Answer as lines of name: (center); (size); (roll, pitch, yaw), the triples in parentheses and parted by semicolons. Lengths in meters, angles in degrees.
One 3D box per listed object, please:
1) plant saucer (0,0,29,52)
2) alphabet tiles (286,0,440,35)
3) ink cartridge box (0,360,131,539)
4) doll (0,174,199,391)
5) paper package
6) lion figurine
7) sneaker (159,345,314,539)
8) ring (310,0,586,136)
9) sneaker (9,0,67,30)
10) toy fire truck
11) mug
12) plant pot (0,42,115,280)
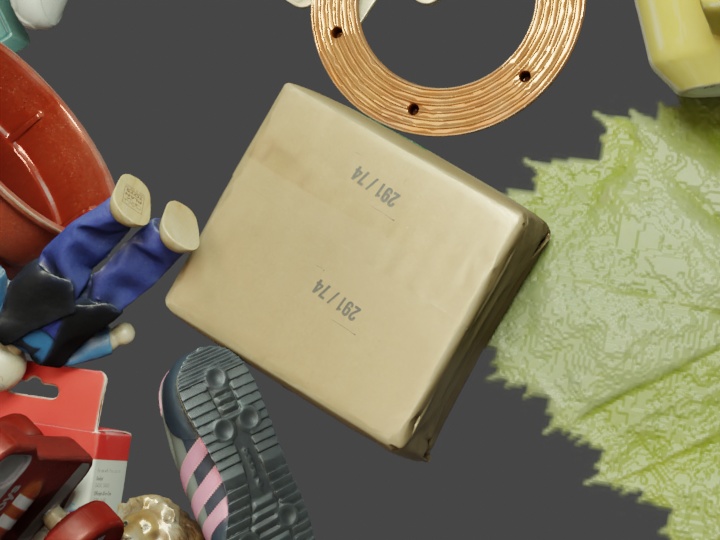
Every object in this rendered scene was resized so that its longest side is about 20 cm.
plant saucer: (-0.332, -0.247, 1.316); (0.070, 0.019, 0.200); (-30, 75, 9)
alphabet tiles: (-0.001, -0.281, 1.235); (0.200, 0.015, 0.196); (33, 92, 17)
ink cartridge box: (-0.238, 0.168, 1.206); (0.116, 0.067, 0.200); (7, 84, 15)
doll: (-0.203, 0.015, 1.131); (0.200, 0.136, 0.049); (-41, 36, 29)
paper package: (0.000, 0.000, 1.150); (0.200, 0.103, 0.191); (30, 90, 17)
lion figurine: (-0.081, 0.227, 1.165); (0.199, 0.072, 0.123); (6, 76, 1)
sneaker: (-0.086, 0.152, 1.134); (0.070, 0.082, 0.200); (-13, 85, -26)
ring: (0.062, -0.193, 1.190); (0.200, 0.019, 0.201); (-2, 82, 15)
sneaker: (-0.203, -0.273, 1.257); (0.099, 0.078, 0.200); (17, 88, 13)
toy fire truck: (-0.263, 0.181, 1.086); (0.112, 0.168, 0.200); (44, 95, 18)
mug: (0.230, -0.195, 1.087); (0.149, 0.186, 0.154); (-6, 89, 49)
plant pot: (-0.313, -0.046, 1.202); (0.195, 0.201, 0.201); (-37, 75, 16)
